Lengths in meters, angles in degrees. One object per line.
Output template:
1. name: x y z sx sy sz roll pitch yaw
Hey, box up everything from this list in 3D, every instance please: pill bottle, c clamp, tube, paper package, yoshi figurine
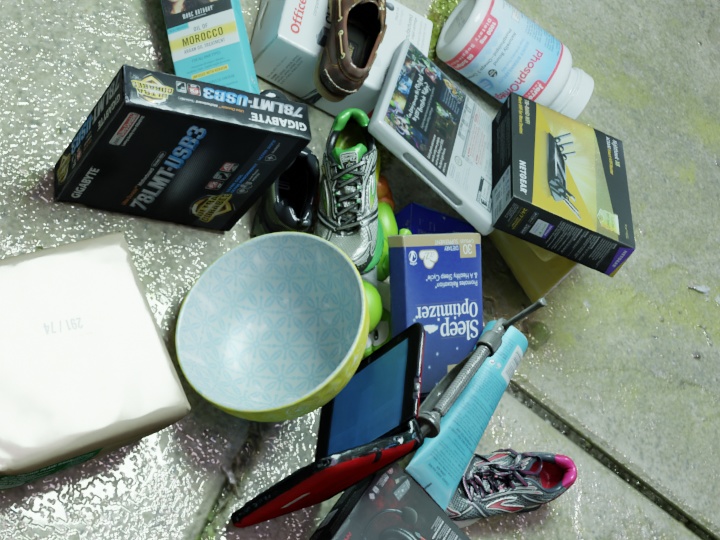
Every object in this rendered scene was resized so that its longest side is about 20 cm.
1. pill bottle: 0.205 -0.273 1.654 0.199 0.109 0.110 32 53 -16
2. c clamp: 0.087 0.118 1.248 0.027 0.171 0.200 43 56 -1
3. tube: 0.115 0.148 1.338 0.077 0.050 0.201 45 62 -28
4. paper package: -0.283 0.083 1.146 0.198 0.103 0.192 -15 76 -39
5. yoshi figurine: -0.001 -0.005 1.386 0.111 0.112 0.203 2 68 -25

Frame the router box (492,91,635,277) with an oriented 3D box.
1. router box: 0.229 -0.101 1.445 0.156 0.052 0.201 21 41 -14

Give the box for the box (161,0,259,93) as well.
1. box: -0.168 -0.254 1.402 0.081 0.049 0.202 -16 72 6

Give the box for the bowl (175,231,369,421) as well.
1. bowl: -0.076 0.073 1.275 0.108 0.197 0.202 61 29 -56

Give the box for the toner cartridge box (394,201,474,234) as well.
1. toner cartridge box: 0.084 0.028 1.463 0.094 0.043 0.202 20 58 -27

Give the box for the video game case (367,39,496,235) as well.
1. video game case: 0.095 -0.155 1.440 0.181 0.023 0.201 41 35 -17

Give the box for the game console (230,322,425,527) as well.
1. game console: -0.033 0.151 1.219 0.171 0.200 0.120 -11 72 -36

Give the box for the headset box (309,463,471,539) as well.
1. headset box: 0.044 0.315 1.270 0.200 0.075 0.149 47 49 -5

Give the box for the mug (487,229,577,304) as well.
1. mug: 0.220 -0.070 1.527 0.149 0.187 0.153 -39 82 -15

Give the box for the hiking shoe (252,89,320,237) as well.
1. hiking shoe: -0.076 -0.120 1.390 0.075 0.101 0.202 6 64 -32

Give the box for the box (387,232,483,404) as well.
1. box: 0.083 0.061 1.364 0.120 0.032 0.203 -3 93 -42

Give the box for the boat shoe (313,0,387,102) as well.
1. boat shoe: 0.001 -0.283 1.437 0.070 0.070 0.202 23 56 -21

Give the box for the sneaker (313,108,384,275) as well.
1. sneaker: -0.017 -0.083 1.344 0.077 0.086 0.202 -4 59 4

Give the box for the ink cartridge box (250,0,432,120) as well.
1. ink cartridge box: -0.023 -0.270 1.513 0.198 0.084 0.146 24 56 -22

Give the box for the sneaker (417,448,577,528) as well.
1. sneaker: 0.148 0.229 1.385 0.198 0.075 0.082 -5 71 -35

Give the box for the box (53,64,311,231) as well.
1. box: -0.179 -0.115 1.254 0.196 0.200 0.050 8 60 -32
